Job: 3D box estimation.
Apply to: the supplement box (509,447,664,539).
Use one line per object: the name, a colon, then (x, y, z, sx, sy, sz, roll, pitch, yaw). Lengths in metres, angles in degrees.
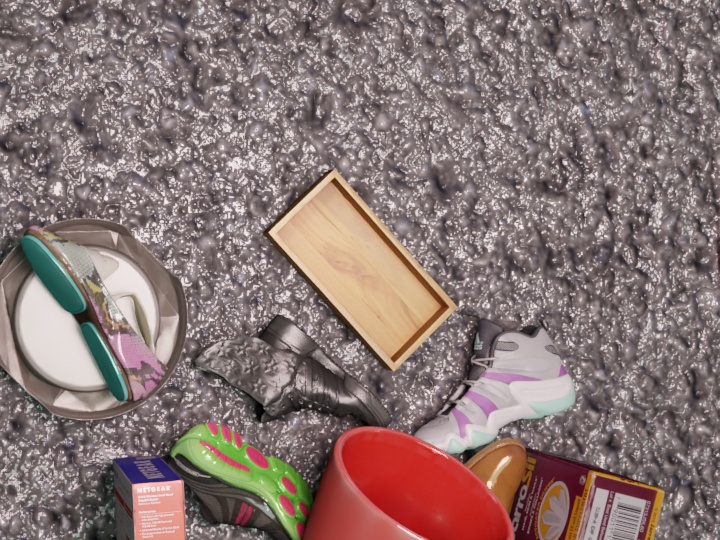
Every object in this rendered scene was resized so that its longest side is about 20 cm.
supplement box: (0.225, 0.258, 1.563, 0.085, 0.200, 0.111, 16, 86, -16)

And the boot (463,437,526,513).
boot: (0.139, 0.286, 1.544, 0.077, 0.155, 0.200, 36, 92, -34)

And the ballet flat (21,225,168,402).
ballet flat: (-0.252, 0.032, 1.446, 0.071, 0.069, 0.201, -37, 104, -30)

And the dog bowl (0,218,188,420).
dog bowl: (-0.275, 0.048, 1.497, 0.199, 0.059, 0.201, 0, 90, -16)

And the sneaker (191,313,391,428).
sneaker: (-0.070, 0.125, 1.556, 0.200, 0.060, 0.104, 43, 78, -6)

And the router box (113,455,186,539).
router box: (-0.204, 0.281, 1.444, 0.049, 0.200, 0.181, -2, 91, -14)

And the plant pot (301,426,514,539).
plant pot: (0.026, 0.285, 1.489, 0.200, 0.201, 0.178, 23, 110, -14)

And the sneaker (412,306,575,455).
sneaker: (0.126, 0.110, 1.605, 0.199, 0.078, 0.141, -20, 94, -24)

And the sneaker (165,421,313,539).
sneaker: (-0.119, 0.231, 1.542, 0.084, 0.077, 0.200, -32, 117, 31)

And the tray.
tray: (0.000, 0.000, 1.585, 0.099, 0.037, 0.200, -44, 100, -11)
